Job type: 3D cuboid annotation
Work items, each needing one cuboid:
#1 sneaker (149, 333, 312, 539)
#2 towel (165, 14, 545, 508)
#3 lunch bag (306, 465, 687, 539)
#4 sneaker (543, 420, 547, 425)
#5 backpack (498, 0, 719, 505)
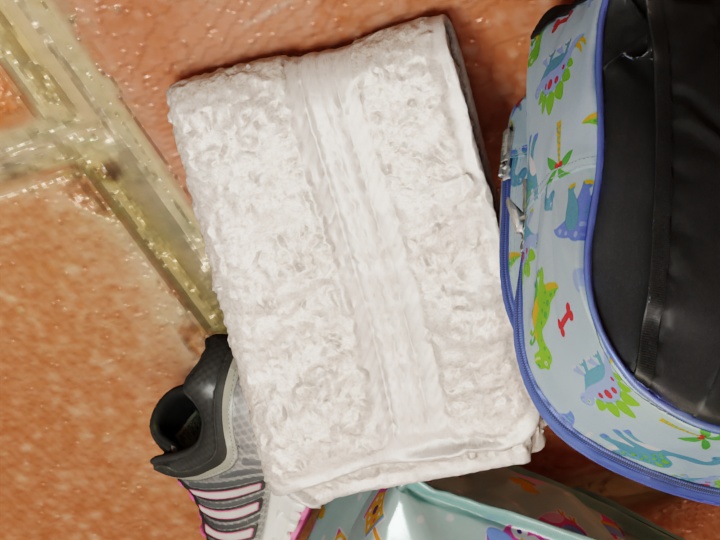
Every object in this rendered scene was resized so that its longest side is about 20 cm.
[{"bbox_3d":[-0.060,0.090,1.417,0.087,0.074,0.200,27,148,3],"label":"sneaker"},{"bbox_3d":[0.000,0.000,1.282,0.132,0.034,0.201,-13,105,12],"label":"towel"},{"bbox_3d":[0.066,0.182,1.434,0.199,0.122,0.171,20,98,-18],"label":"lunch bag"},{"bbox_3d":[0.096,0.038,1.353,0.199,0.080,0.074,-15,134,14],"label":"sneaker"},{"bbox_3d":[0.145,-0.008,1.213,0.182,0.201,0.147,15,155,-17],"label":"backpack"}]
